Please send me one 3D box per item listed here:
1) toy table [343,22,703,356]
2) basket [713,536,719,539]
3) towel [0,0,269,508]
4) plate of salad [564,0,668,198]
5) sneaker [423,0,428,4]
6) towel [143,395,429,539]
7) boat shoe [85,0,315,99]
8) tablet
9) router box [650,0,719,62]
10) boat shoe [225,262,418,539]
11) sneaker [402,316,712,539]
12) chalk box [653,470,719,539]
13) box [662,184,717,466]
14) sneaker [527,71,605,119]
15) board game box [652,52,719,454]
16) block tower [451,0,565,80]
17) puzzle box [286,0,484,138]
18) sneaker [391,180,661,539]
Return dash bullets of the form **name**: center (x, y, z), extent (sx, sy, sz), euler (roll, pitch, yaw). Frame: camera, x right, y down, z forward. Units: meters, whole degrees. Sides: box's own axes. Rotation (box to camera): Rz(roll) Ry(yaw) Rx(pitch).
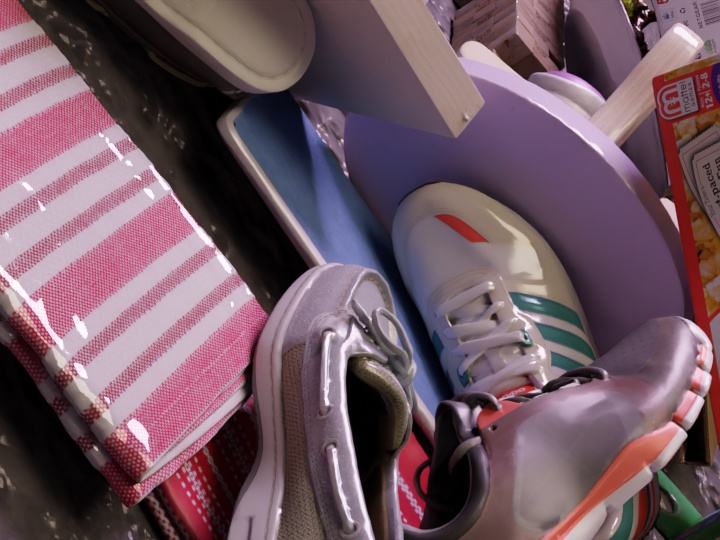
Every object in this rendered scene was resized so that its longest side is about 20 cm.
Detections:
- **toy table**: center (0.099, -0.042, 1.035), extent (0.200, 0.184, 0.117), euler (50, 35, 1)
- **basket**: center (0.175, 0.208, 0.852), extent (0.199, 0.199, 0.161), euler (63, 22, 7)
- **towel**: center (-0.117, -0.018, 0.748), extent (0.200, 0.030, 0.146), euler (52, 23, -3)
- **plate of salad**: center (0.173, -0.103, 1.292), extent (0.200, 0.048, 0.202), euler (167, -90, -86)
- **sneaker**: center (-0.020, -0.209, 0.963), extent (0.116, 0.075, 0.201), euler (-51, 122, -20)
- **towel**: center (-0.008, 0.110, 0.823), extent (0.145, 0.022, 0.200), euler (59, 24, 1)
- **boat shoe**: center (-0.106, -0.151, 0.887), extent (0.202, 0.060, 0.072), euler (44, 67, -24)
- **tablet**: center (0.000, 0.000, 0.956), extent (0.201, 0.014, 0.130), euler (55, 15, -10)
- **router box**: center (0.227, -0.072, 1.201), extent (0.149, 0.051, 0.202), euler (32, 44, -68)
- **boat shoe**: center (-0.003, 0.068, 0.762), extent (0.203, 0.064, 0.075), euler (-77, 148, -54)
- **sneaker**: center (0.075, 0.071, 0.844), extent (0.082, 0.077, 0.200), euler (45, 54, -1)
- **chalk box**: center (0.190, 0.178, 1.004), extent (0.201, 0.123, 0.124), euler (63, 24, 8)
- **box**: center (0.212, 0.017, 1.258), extent (0.200, 0.021, 0.165), euler (-40, 126, -72)
- **sneaker**: center (0.123, -0.027, 1.197), extent (0.100, 0.075, 0.200), euler (-57, 139, -19)
- **board game box**: center (0.207, 0.012, 0.975), extent (0.151, 0.046, 0.202), euler (23, 55, -55)
- **block tower**: center (0.096, -0.165, 1.302), extent (0.058, 0.054, 0.201), euler (47, 27, -27)
- **puzzle box**: center (-0.036, -0.147, 0.913), extent (0.133, 0.025, 0.200), euler (20, -27, 47)
- **sneaker**: center (0.075, 0.045, 0.939), extent (0.201, 0.070, 0.093), euler (62, 12, 5)
